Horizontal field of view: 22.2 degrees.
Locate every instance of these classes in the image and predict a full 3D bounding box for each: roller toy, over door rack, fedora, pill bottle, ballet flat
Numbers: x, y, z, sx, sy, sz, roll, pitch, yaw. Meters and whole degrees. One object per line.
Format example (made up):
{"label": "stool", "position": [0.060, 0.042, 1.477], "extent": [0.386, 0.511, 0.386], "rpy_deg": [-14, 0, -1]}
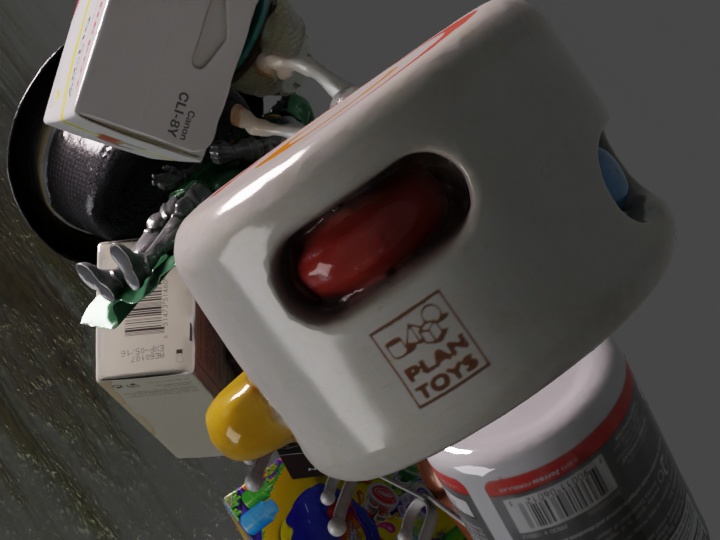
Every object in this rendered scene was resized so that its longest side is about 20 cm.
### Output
{"label": "roller toy", "position": [0.028, -0.007, 0.747], "extent": [0.140, 0.200, 0.182], "rpy_deg": [55, 150, -6]}
{"label": "over door rack", "position": [0.002, 0.151, 1.257], "extent": [0.147, 0.067, 0.200], "rpy_deg": [28, 166, -11]}
{"label": "fedora", "position": [-0.142, -0.082, 1.275], "extent": [0.092, 0.200, 0.202], "rpy_deg": [38, 160, 54]}
{"label": "pill bottle", "position": [0.120, 0.134, 0.975], "extent": [0.201, 0.115, 0.116], "rpy_deg": [61, 169, -28]}
{"label": "ballet flat", "position": [-0.059, -0.139, 1.152], "extent": [0.062, 0.068, 0.200], "rpy_deg": [27, -178, -17]}

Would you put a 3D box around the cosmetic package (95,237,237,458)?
{"label": "cosmetic package", "position": [-0.126, 0.058, 1.310], "extent": [0.200, 0.072, 0.105], "rpy_deg": [66, -160, -66]}

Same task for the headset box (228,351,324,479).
{"label": "headset box", "position": [-0.042, 0.041, 1.373], "extent": [0.201, 0.076, 0.150], "rpy_deg": [70, -165, -53]}

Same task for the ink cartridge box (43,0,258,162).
{"label": "ink cartridge box", "position": [-0.127, -0.147, 1.112], "extent": [0.083, 0.147, 0.200], "rpy_deg": [17, 179, -16]}

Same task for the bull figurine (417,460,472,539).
{"label": "bull figurine", "position": [0.087, 0.152, 1.344], "extent": [0.200, 0.065, 0.122], "rpy_deg": [51, 165, 14]}

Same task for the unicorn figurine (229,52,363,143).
{"label": "unicorn figurine", "position": [-0.005, -0.068, 1.035], "extent": [0.136, 0.075, 0.200], "rpy_deg": [20, 175, 22]}

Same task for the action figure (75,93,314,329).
{"label": "action figure", "position": [-0.090, -0.050, 1.127], "extent": [0.118, 0.200, 0.055], "rpy_deg": [-22, 109, 48]}

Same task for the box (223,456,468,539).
{"label": "box", "position": [0.029, 0.219, 1.463], "extent": [0.200, 0.192, 0.122], "rpy_deg": [50, 169, 21]}
